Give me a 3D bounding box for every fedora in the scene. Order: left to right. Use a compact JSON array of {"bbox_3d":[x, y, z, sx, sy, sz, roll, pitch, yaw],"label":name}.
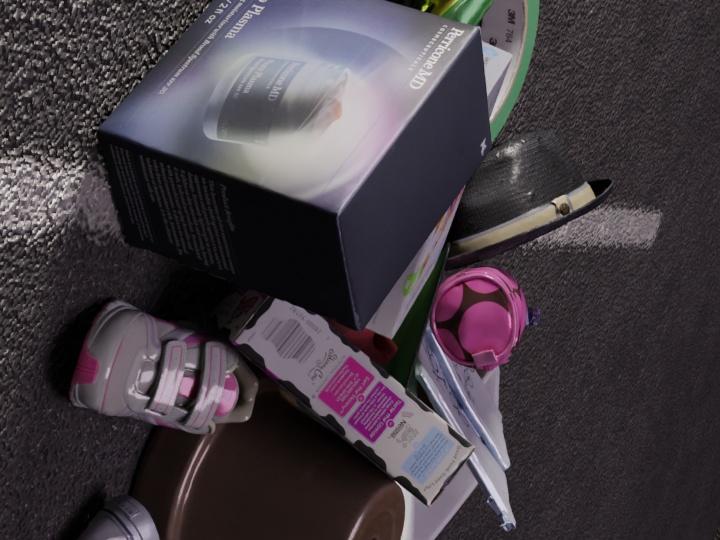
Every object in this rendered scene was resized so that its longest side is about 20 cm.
[{"bbox_3d":[0.141,-0.076,1.779,0.200,0.199,0.092,-29,98,-55],"label":"fedora"}]

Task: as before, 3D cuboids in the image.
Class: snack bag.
[{"bbox_3d":[0.093,0.117,1.697,0.190,0.021,0.200,60,12,-21],"label":"snack bag"}]

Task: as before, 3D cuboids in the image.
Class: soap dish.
[{"bbox_3d":[0.063,0.180,1.844,0.200,0.081,0.159,-47,147,-43],"label":"soap dish"}]

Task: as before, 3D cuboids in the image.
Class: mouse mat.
[{"bbox_3d":[0.032,0.068,1.637,0.200,0.007,0.162,135,-26,-72],"label":"mouse mat"}]

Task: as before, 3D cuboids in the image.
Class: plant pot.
[{"bbox_3d":[-0.062,0.191,1.478,0.200,0.173,0.202,-45,145,-45],"label":"plant pot"}]

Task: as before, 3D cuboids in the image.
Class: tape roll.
[{"bbox_3d":[0.099,-0.200,1.677,0.200,0.048,0.202,-45,145,-44],"label":"tape roll"}]

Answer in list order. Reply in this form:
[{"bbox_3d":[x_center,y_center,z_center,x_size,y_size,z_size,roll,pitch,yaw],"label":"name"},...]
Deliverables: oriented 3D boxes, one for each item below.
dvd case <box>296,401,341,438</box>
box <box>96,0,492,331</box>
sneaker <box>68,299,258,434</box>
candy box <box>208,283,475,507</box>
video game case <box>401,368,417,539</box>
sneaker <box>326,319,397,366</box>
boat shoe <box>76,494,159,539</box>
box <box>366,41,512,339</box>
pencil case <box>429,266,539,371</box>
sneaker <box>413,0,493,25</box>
[{"bbox_3d":[-0.031,0.179,1.574,0.022,0.145,0.202,-3,111,-43],"label":"dvd case"},{"bbox_3d":[-0.040,-0.093,1.281,0.201,0.197,0.124,-54,151,-33],"label":"box"},{"bbox_3d":[-0.135,0.074,1.336,0.200,0.088,0.082,5,104,-65],"label":"sneaker"},{"bbox_3d":[-0.018,0.085,1.410,0.061,0.200,0.136,-51,-167,-3],"label":"candy box"},{"bbox_3d":[0.009,0.211,1.637,0.183,0.023,0.202,120,-21,-51],"label":"video game case"},{"bbox_3d":[0.000,0.000,1.570,0.074,0.086,0.202,-48,148,-41],"label":"sneaker"},{"bbox_3d":[-0.183,0.260,1.418,0.067,0.073,0.201,-35,131,-29],"label":"boat shoe"},{"bbox_3d":[0.057,-0.066,1.465,0.156,0.041,0.201,-56,168,-61],"label":"box"},{"bbox_3d":[0.111,0.044,1.659,0.200,0.090,0.095,-6,91,-80],"label":"pencil case"},{"bbox_3d":[0.065,-0.170,1.554,0.201,0.083,0.074,-58,-161,2],"label":"sneaker"}]
